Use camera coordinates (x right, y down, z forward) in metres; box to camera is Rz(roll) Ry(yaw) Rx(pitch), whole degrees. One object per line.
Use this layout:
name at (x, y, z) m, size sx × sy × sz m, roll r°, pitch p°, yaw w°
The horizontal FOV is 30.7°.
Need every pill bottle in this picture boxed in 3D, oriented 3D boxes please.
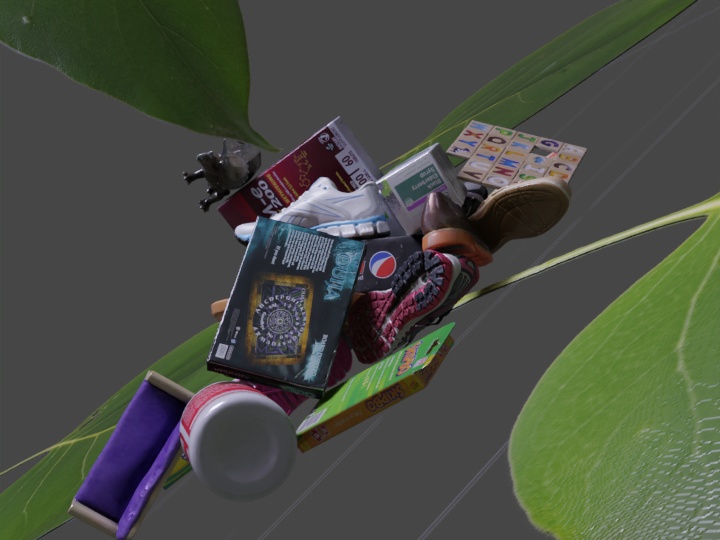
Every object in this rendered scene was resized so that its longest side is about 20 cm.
pill bottle at (-0.138, 0.179, 1.426) m, size 0.112 × 0.112 × 0.200 m, roll -39°, pitch 9°, yaw -9°

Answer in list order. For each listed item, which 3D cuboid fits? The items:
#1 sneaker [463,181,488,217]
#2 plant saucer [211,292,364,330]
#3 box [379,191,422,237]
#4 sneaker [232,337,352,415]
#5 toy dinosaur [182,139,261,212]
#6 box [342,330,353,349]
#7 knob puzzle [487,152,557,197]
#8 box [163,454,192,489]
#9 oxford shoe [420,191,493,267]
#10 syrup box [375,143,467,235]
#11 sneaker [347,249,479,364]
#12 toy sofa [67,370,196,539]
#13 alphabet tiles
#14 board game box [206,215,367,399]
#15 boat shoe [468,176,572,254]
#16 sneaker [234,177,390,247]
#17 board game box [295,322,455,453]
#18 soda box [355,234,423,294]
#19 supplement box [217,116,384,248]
sneaker at (0.102, -0.061, 1.839) m, size 0.200 × 0.074 × 0.079 m, roll -28°, pitch 20°, yaw 32°
plant saucer at (-0.082, 0.055, 1.611) m, size 0.200 × 0.037 × 0.200 m, roll -3°, pitch -7°, yaw 0°
box at (-0.019, -0.014, 1.744) m, size 0.200 × 0.101 × 0.112 m, roll -35°, pitch 8°, yaw 16°
sneaker at (-0.096, 0.140, 1.613) m, size 0.200 × 0.081 × 0.088 m, roll -30°, pitch 5°, yaw 6°
toy dinosaur at (-0.173, -0.136, 1.779) m, size 0.102 × 0.077 × 0.200 m, roll -21°, pitch 6°, yaw 24°
box at (0.016, 0.048, 1.750) m, size 0.200 × 0.038 × 0.137 m, roll -37°, pitch 8°, yaw 1°
knob puzzle at (0.222, -0.122, 1.848) m, size 0.220 × 0.030 × 0.220 m, roll -36°, pitch 9°, yaw 6°
box at (-0.191, 0.201, 1.750) m, size 0.200 × 0.048 × 0.117 m, roll -39°, pitch 8°, yaw 2°
oxford shoe at (0.113, -0.043, 1.548) m, size 0.071 × 0.073 × 0.200 m, roll -11°, pitch -13°, yaw 9°
syrup box at (0.081, -0.106, 1.663) m, size 0.079 × 0.081 × 0.200 m, roll -31°, pitch 3°, yaw 10°
sneaker at (0.057, 0.048, 1.507) m, size 0.075 × 0.081 × 0.200 m, roll 0°, pitch -28°, yaw -41°
toy sofa at (-0.272, 0.226, 1.604) m, size 0.200 × 0.083 × 0.098 m, roll -59°, pitch 9°, yaw -3°
alphabet tiles at (0.201, -0.147, 1.737) m, size 0.200 × 0.167 × 0.008 m, roll -51°, pitch -27°, yaw -58°
board game box at (-0.081, 0.040, 1.489) m, size 0.028 × 0.135 × 0.200 m, roll 98°, pitch -172°, yaw -59°
boat shoe at (0.188, -0.076, 1.594) m, size 0.200 × 0.074 × 0.069 m, roll -27°, pitch 19°, yaw 52°
sneaker at (-0.063, -0.072, 1.659) m, size 0.200 × 0.087 × 0.075 m, roll -7°, pitch -8°, yaw 10°
board game box at (0.018, 0.123, 1.383) m, size 0.200 × 0.030 × 0.096 m, roll -35°, pitch 9°, yaw 35°
soda box at (0.000, 0.000, 1.638) m, size 0.200 × 0.071 × 0.063 m, roll -5°, pitch -9°, yaw 14°
supplement box at (-0.078, -0.103, 1.749) m, size 0.200 × 0.109 × 0.061 m, roll -36°, pitch 7°, yaw 15°
